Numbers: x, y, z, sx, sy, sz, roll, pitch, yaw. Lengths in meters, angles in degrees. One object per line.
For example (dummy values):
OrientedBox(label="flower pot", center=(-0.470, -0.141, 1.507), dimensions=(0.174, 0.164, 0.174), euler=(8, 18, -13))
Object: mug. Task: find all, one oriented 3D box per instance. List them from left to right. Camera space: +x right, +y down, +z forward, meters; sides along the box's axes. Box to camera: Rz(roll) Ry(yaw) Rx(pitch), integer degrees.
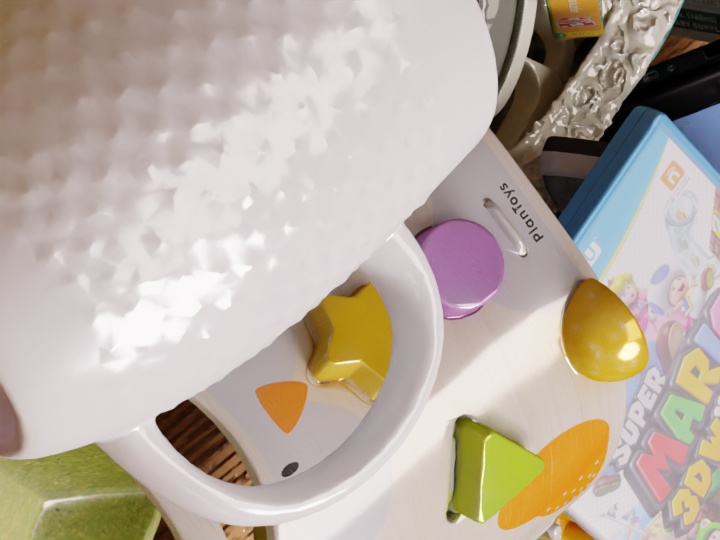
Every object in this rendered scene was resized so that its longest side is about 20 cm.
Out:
OrientedBox(label="mug", center=(-0.055, -0.016, 0.834), dimensions=(0.175, 0.148, 0.200), euler=(-45, 108, -24))

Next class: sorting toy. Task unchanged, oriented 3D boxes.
OrientedBox(label="sorting toy", center=(-0.016, 0.035, 0.938), dimensions=(0.180, 0.107, 0.200), euler=(-39, 93, -32))

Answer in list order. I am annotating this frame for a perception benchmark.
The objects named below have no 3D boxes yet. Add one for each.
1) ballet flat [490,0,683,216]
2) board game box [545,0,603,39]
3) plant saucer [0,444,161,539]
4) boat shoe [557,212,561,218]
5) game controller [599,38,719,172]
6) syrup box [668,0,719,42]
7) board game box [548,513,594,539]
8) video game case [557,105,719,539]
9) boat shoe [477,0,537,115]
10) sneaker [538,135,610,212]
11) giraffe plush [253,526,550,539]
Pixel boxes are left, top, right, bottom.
OrientedBox(label="ballet flat", center=(0.082, -0.086, 1.213), dimensions=(0.200, 0.072, 0.072), euler=(-61, 142, -23))
OrientedBox(label="board game box", center=(0.079, -0.154, 1.096), dimensions=(0.200, 0.030, 0.096), euler=(31, 56, -80))
OrientedBox(label="plant saucer", center=(-0.149, 0.129, 0.940), dimensions=(0.200, 0.048, 0.200), euler=(-68, 159, -13))
OrientedBox(label="boat shoe", center=(0.103, 0.048, 1.286), dimensions=(0.073, 0.074, 0.200), euler=(-32, 114, -30))
OrientedBox(label="game controller", center=(0.192, -0.075, 1.284), dimensions=(0.104, 0.200, 0.042), euler=(56, 18, -44))
OrientedBox(label="syrup box", center=(0.157, -0.201, 1.270), dimensions=(0.081, 0.079, 0.200), euler=(-53, 138, -30))
OrientedBox(label="board game box", center=(0.041, 0.174, 1.269), dimensions=(0.200, 0.026, 0.200), euler=(32, 73, -54))
OrientedBox(label="video game case", center=(0.132, 0.047, 1.142), dimensions=(0.200, 0.018, 0.143), euler=(42, 79, -37))
OrientedBox(label="boat shoe", center=(0.026, -0.156, 1.111), dimensions=(0.060, 0.072, 0.202), euler=(-13, 104, -52))
OrientedBox(label="sneaker", center=(0.124, 0.025, 1.192), dimensions=(0.200, 0.084, 0.121), euler=(29, 75, -50))
OrientedBox(label="giraffe plush", center=(-0.025, 0.139, 1.068), dimensions=(0.173, 0.162, 0.200), euler=(20, 45, -57))
